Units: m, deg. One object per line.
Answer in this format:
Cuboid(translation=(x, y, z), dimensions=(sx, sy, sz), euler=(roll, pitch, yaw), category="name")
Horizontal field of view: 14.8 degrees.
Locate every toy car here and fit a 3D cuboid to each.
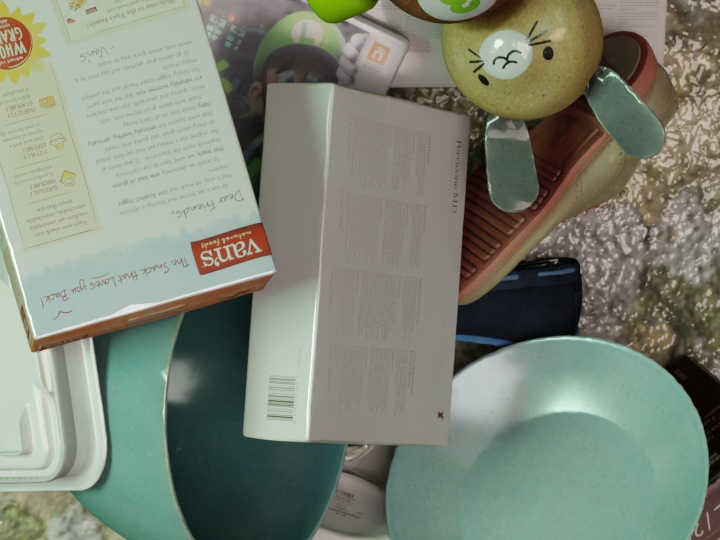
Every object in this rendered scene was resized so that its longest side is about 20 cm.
Cuboid(translation=(0.084, -0.135, 1.573), dimensions=(0.164, 0.158, 0.200), euler=(-21, 101, 20), category="toy car")

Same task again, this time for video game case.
Cuboid(translation=(-0.095, -0.095, 1.633), dimensions=(0.200, 0.023, 0.182), euler=(23, 97, -19), category="video game case")

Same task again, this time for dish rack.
Cuboid(translation=(-0.225, 0.043, 1.561), dimensions=(0.043, 0.200, 0.172), euler=(-10, 93, -44), category="dish rack")

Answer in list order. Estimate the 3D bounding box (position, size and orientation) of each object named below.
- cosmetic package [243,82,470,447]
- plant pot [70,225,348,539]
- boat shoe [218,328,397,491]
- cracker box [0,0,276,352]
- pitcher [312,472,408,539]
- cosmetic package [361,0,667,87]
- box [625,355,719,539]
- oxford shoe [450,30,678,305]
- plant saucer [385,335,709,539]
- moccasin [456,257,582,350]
Cuboid(translation=(0.000, 0.000, 1.599), dimensions=(0.151, 0.052, 0.201), euler=(8, 85, -54), category="cosmetic package")
Cuboid(translation=(-0.111, 0.072, 1.602), dimensions=(0.200, 0.134, 0.201), euler=(-7, 98, -59), category="plant pot")
Cuboid(translation=(-0.015, 0.089, 1.734), dimensions=(0.200, 0.066, 0.072), euler=(43, 90, -21), category="boat shoe")
Cuboid(translation=(-0.137, -0.070, 1.475), dimensions=(0.134, 0.058, 0.201), euler=(-15, 83, -11), category="cracker box")
Cuboid(translation=(-0.063, 0.221, 1.735), dimensions=(0.171, 0.121, 0.200), euler=(16, 115, -7), category="pitcher")
Cuboid(translation=(0.086, -0.157, 1.702), dimensions=(0.199, 0.051, 0.083), euler=(-1, 107, -14), category="cosmetic package")
Cuboid(translation=(0.225, 0.195, 1.775), dimensions=(0.166, 0.164, 0.200), euler=(-39, 111, -2), category="box")
Cuboid(translation=(0.121, -0.048, 1.680), dimensions=(0.200, 0.070, 0.075), euler=(-47, 132, 0), category="oxford shoe")
Cuboid(translation=(0.116, 0.135, 1.678), dimensions=(0.201, 0.201, 0.039), euler=(-35, 143, -3), category="plant saucer")
Cuboid(translation=(0.047, 0.004, 1.732), dimensions=(0.200, 0.080, 0.068), euler=(8, 98, -32), category="moccasin")
